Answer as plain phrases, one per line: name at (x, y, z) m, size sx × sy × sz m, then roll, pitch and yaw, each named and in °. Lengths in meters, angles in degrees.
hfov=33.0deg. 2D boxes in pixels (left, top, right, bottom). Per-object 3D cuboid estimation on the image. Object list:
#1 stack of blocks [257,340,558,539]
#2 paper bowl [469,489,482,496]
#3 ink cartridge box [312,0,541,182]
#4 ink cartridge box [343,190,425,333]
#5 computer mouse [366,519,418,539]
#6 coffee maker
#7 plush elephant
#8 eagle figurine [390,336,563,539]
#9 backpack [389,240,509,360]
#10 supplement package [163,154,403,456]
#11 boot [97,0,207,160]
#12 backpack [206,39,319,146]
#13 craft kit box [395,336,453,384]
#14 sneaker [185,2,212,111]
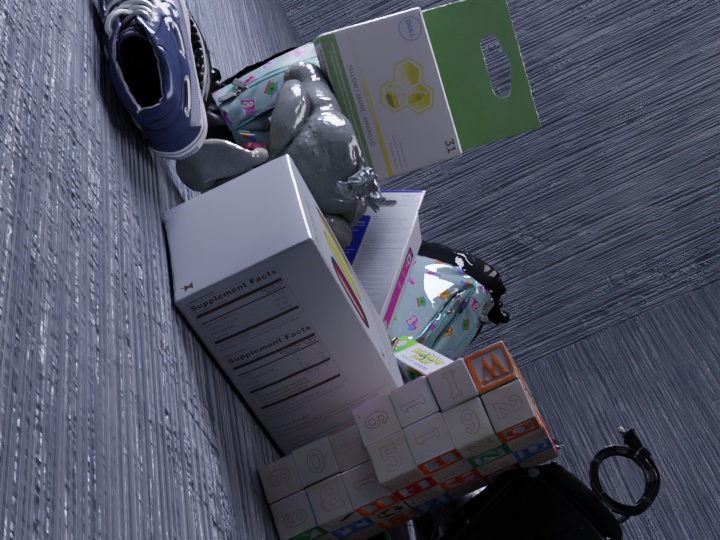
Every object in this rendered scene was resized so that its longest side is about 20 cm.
stack of blocks at (0.032, 0.133, 0.868) m, size 0.059 × 0.199 × 0.115 m, roll 68°, pitch 8°, yaw 27°
paper bowl at (0.108, 0.298, 1.214) m, size 0.201 × 0.104 × 0.201 m, roll 59°, pitch -14°, yaw 25°
ink cartridge box at (0.069, -0.176, 1.149) m, size 0.048 × 0.199 × 0.146 m, roll -164°, pitch -123°, yaw -78°
ink cartridge box at (0.000, 0.000, 1.213) m, size 0.037 × 0.094 × 0.200 m, roll 65°, pitch 35°, yaw -45°
computer mouse at (0.030, 0.186, 0.962) m, size 0.046 × 0.141 × 0.200 m, roll 21°, pitch 29°, yaw -25°
coffee maker at (0.150, 0.233, 0.922) m, size 0.200 × 0.191 × 0.135 m, roll 58°, pitch 9°, yaw -63°
plush elephant at (-0.075, -0.073, 1.066) m, size 0.200 × 0.154 × 0.165 m, roll -123°, pitch -163°, yaw -67°
eagle figurine at (0.061, 0.174, 1.108) m, size 0.200 × 0.152 × 0.151 m, roll 30°, pitch 13°, yaw 21°
backpack at (0.074, 0.062, 1.576) m, size 0.167 × 0.200 × 0.127 m, roll 16°, pitch -30°, yaw 43°
supplement package at (-0.055, 0.033, 0.937) m, size 0.114 × 0.109 × 0.200 m, roll -108°, pitch 172°, yaw -49°
boot at (-0.172, -0.191, 0.961) m, size 0.090 × 0.073 × 0.201 m, roll 66°, pitch 2°, yaw -72°
backpack at (-0.055, -0.150, 1.234) m, size 0.167 × 0.199 × 0.127 m, roll 57°, pitch 10°, yaw -61°
craft kit box at (0.098, 0.191, 1.381) m, size 0.197 × 0.048 × 0.201 m, roll 20°, pitch -51°, yaw 64°
sneaker at (-0.165, -0.197, 1.065) m, size 0.201 × 0.070 × 0.090 m, roll 66°, pitch 9°, yaw 24°
